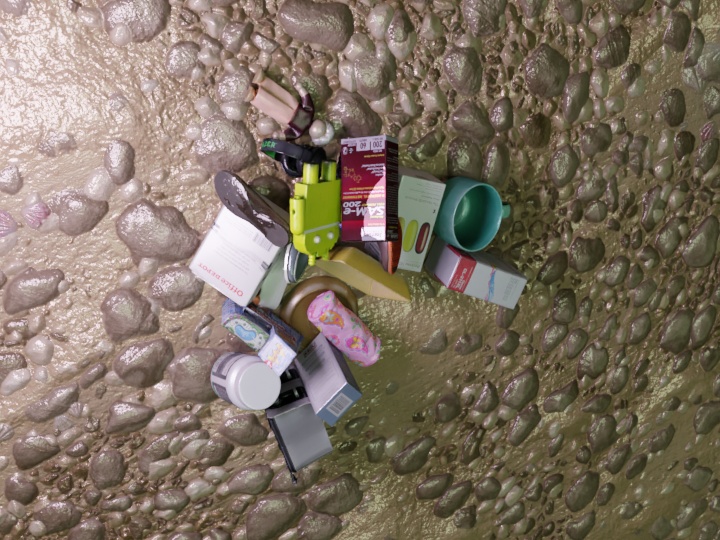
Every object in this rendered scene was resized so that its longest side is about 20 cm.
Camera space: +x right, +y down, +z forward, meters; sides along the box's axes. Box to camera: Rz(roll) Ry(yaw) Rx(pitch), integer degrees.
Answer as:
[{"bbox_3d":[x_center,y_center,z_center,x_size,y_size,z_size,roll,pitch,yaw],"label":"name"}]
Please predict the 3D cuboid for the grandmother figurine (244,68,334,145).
[{"bbox_3d":[-0.139,-0.317,1.428,0.197,0.061,0.123,28,108,-24],"label":"grandmother figurine"}]

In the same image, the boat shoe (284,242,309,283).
[{"bbox_3d":[-0.102,-0.064,1.471,0.073,0.060,0.205,63,44,-62],"label":"boat shoe"}]

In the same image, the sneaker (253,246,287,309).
[{"bbox_3d":[-0.190,-0.013,1.523,0.083,0.073,0.205,14,107,-26],"label":"sneaker"}]

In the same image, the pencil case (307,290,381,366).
[{"bbox_3d":[-0.033,0.135,1.606,0.087,0.088,0.200,-44,119,3],"label":"pencil case"}]

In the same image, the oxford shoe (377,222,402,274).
[{"bbox_3d":[0.043,-0.094,1.470,0.070,0.071,0.207,-4,94,22],"label":"oxford shoe"}]

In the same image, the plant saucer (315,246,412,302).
[{"bbox_3d":[0.000,0.000,1.539,0.197,0.198,0.050,29,79,-26],"label":"plant saucer"}]

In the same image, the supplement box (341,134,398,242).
[{"bbox_3d":[0.018,-0.160,1.404,0.060,0.106,0.207,-3,92,-60],"label":"supplement box"}]

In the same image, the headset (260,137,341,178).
[{"bbox_3d":[-0.110,-0.236,1.444,0.197,0.122,0.097,22,87,-38],"label":"headset"}]

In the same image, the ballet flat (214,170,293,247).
[{"bbox_3d":[-0.207,-0.123,1.385,0.199,0.046,0.068,40,120,5],"label":"ballet flat"}]

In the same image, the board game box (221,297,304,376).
[{"bbox_3d":[-0.200,0.137,1.492,0.199,0.200,0.062,40,93,-17],"label":"board game box"}]

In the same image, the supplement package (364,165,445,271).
[{"bbox_3d":[0.096,-0.117,1.559,0.111,0.110,0.206,8,109,-21],"label":"supplement package"}]

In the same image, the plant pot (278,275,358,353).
[{"bbox_3d":[-0.093,0.113,1.635,0.194,0.028,0.206,-7,112,-17],"label":"plant pot"}]

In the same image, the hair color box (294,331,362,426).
[{"bbox_3d":[-0.075,0.237,1.563,0.099,0.201,0.060,-44,124,7],"label":"hair color box"}]

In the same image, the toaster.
[{"bbox_3d":[-0.153,0.345,1.621,0.116,0.181,0.205,-22,116,-9],"label":"toaster"}]

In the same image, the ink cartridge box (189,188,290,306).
[{"bbox_3d":[-0.240,-0.053,1.458,0.144,0.084,0.203,33,101,-1],"label":"ink cartridge box"}]

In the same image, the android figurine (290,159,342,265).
[{"bbox_3d":[-0.082,-0.114,1.397,0.180,0.040,0.207,-18,115,-56],"label":"android figurine"}]

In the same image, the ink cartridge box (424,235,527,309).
[{"bbox_3d":[0.269,0.004,1.648,0.195,0.146,0.085,18,105,-24],"label":"ink cartridge box"}]

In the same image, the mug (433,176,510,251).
[{"bbox_3d":[0.239,-0.126,1.597,0.183,0.114,0.155,30,89,-39],"label":"mug"}]

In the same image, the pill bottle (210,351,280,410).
[{"bbox_3d":[-0.248,0.240,1.522,0.110,0.199,0.117,1,89,-26],"label":"pill bottle"}]
